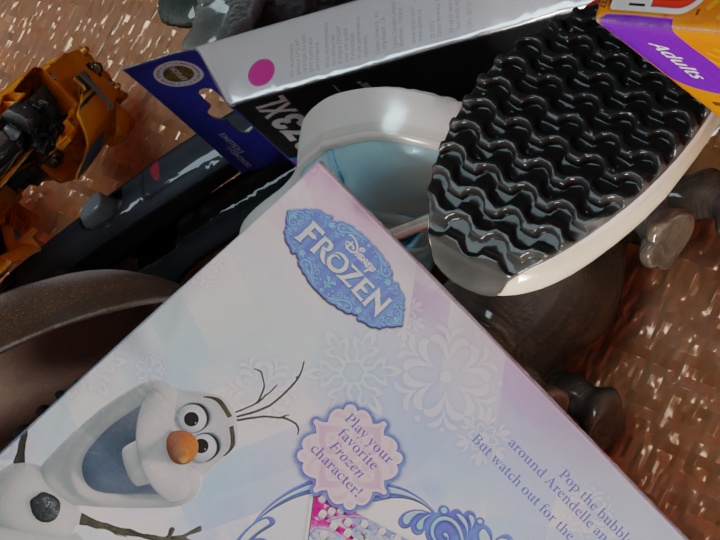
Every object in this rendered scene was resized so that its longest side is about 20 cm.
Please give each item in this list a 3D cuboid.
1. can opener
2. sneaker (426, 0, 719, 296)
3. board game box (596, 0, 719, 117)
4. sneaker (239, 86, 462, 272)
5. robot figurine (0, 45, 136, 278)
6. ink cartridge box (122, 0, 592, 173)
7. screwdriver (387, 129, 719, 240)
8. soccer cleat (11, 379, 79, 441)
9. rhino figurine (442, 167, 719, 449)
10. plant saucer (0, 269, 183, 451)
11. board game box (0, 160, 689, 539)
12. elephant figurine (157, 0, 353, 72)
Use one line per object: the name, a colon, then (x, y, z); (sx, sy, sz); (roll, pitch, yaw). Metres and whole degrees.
can opener: (-0.072, -0.029, 1.037); (0.200, 0.063, 0.079); (-34, 48, 25)
sneaker: (0.098, -0.057, 0.795); (0.070, 0.093, 0.200); (27, 69, 27)
board game box: (0.227, -0.110, 0.704); (0.200, 0.200, 0.200); (11, 76, 45)
sneaker: (0.000, 0.000, 0.914); (0.200, 0.074, 0.082); (126, 150, -66)
robot figurine: (-0.162, -0.026, 1.047); (0.145, 0.058, 0.200); (-41, 9, 22)
ink cartridge box: (0.021, -0.067, 0.920); (0.200, 0.095, 0.037); (-11, 62, 24)
screwdriver: (0.087, -0.041, 0.852); (0.200, 0.028, 0.029); (-22, 15, -11)
soccer cleat: (-0.109, 0.095, 0.887); (0.073, 0.200, 0.068); (41, 112, 4)
rhino figurine: (0.051, 0.032, 0.889); (0.200, 0.060, 0.087); (-53, 47, 0)
plant saucer: (-0.145, 0.055, 0.959); (0.200, 0.200, 0.032); (-37, 73, 22)
board game box: (-0.016, 0.104, 0.791); (0.199, 0.200, 0.043); (-43, -4, -16)
elephant figurine: (-0.043, -0.162, 1.042); (0.200, 0.155, 0.142); (27, 104, 48)
